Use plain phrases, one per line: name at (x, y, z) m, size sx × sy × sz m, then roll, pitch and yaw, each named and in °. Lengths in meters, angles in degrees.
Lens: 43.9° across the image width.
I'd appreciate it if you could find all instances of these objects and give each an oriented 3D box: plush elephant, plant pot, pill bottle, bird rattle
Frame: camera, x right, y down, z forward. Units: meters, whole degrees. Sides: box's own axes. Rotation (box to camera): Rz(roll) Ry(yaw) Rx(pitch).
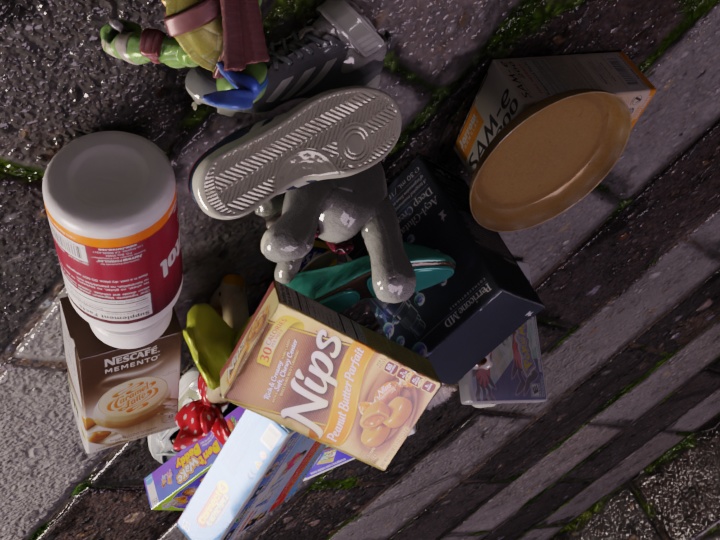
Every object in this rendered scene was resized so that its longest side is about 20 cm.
plush elephant at (-0.052, -0.058, 0.880) m, size 0.162 × 0.205 × 0.154 m, roll 12°, pitch 154°, yaw -33°
plant pot at (0.200, -0.121, 0.964) m, size 0.196 × 0.028 × 0.202 m, roll -19°, pitch 147°, yaw -13°
pill bottle at (-0.220, -0.019, 0.821) m, size 0.111 × 0.114 × 0.202 m, roll -17°, pitch 148°, yaw -19°
bird rattle at (-0.150, 0.101, 1.001) m, size 0.110 × 0.166 × 0.202 m, roll 5°, pitch 139°, yaw -14°

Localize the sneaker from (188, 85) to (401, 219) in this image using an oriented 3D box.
sneaker at (-0.060, -0.107, 0.769) m, size 0.197 × 0.084 × 0.077 m, roll -22°, pitch 108°, yaw -21°

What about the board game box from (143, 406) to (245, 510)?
board game box at (-0.175, 0.255, 1.201) m, size 0.199 × 0.045 × 0.133 m, roll -38°, pitch 148°, yaw 22°

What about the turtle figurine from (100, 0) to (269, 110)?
turtle figurine at (-0.132, -0.223, 0.641) m, size 0.141 × 0.203 × 0.196 m, roll -12°, pitch 132°, yaw 15°

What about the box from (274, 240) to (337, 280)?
box at (-0.074, 0.051, 1.068) m, size 0.068 × 0.065 × 0.202 m, roll 9°, pitch 140°, yaw -5°

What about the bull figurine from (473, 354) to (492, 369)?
bull figurine at (0.148, 0.024, 1.136) m, size 0.120 × 0.204 × 0.065 m, roll -28°, pitch -171°, yaw -22°

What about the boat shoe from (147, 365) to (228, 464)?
boat shoe at (-0.226, 0.204, 1.180) m, size 0.073 × 0.066 × 0.203 m, roll 1°, pitch 138°, yaw -39°

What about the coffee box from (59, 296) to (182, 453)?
coffee box at (-0.266, 0.109, 0.996) m, size 0.112 × 0.081 × 0.202 m, roll -15°, pitch 146°, yaw -23°

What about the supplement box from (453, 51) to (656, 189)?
supplement box at (0.218, -0.170, 1.007) m, size 0.196 × 0.074 × 0.127 m, roll -11°, pitch 144°, yaw -28°

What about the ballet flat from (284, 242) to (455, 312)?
ballet flat at (0.000, 0.000, 0.939) m, size 0.196 × 0.072 × 0.068 m, roll -19°, pitch 154°, yaw 4°

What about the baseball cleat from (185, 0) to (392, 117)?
baseball cleat at (-0.058, -0.189, 0.771) m, size 0.197 × 0.070 × 0.108 m, roll -14°, pitch 139°, yaw -41°

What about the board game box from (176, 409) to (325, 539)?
board game box at (-0.097, 0.208, 1.033) m, size 0.202 × 0.056 × 0.195 m, roll -57°, pitch 164°, yaw 23°

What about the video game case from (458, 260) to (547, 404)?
video game case at (0.189, 0.081, 1.235) m, size 0.023 × 0.205 × 0.180 m, roll -16°, pitch 164°, yaw 43°

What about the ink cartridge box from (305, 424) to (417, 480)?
ink cartridge box at (-0.051, 0.182, 1.241) m, size 0.195 × 0.044 × 0.202 m, roll -26°, pitch 117°, yaw 18°

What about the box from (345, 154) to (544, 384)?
box at (0.087, 0.001, 1.020) m, size 0.148 × 0.202 × 0.106 m, roll -43°, pitch 147°, yaw 22°

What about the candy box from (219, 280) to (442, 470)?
candy box at (-0.030, 0.109, 0.903) m, size 0.197 × 0.055 × 0.117 m, roll 28°, pitch 104°, yaw -22°

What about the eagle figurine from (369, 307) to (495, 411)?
eagle figurine at (0.098, 0.123, 1.269) m, size 0.196 × 0.156 × 0.150 m, roll -3°, pitch 177°, yaw -30°
